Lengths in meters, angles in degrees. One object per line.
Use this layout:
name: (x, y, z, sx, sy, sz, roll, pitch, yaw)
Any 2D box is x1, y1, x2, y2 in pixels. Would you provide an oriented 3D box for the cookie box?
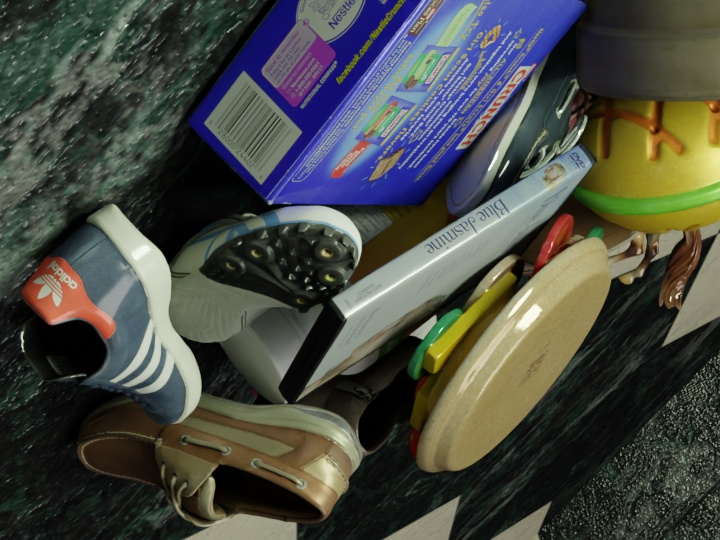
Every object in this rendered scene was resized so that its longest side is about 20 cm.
cookie box: (0.021, -0.121, 0.919, 0.171, 0.075, 0.200, -50, 160, 19)

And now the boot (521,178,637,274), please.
boot: (0.141, -0.028, 1.217, 0.146, 0.199, 0.071, 22, 75, -58)

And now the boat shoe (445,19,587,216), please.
boat shoe: (0.110, -0.099, 1.044, 0.075, 0.062, 0.201, -33, -155, 43)

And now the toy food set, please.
toy food set: (0.099, 0.050, 1.057, 0.200, 0.049, 0.198, -41, 159, -27)

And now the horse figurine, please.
horse figurine: (0.208, -0.058, 1.304, 0.133, 0.200, 0.050, -50, -177, 38)

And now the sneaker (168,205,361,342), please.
sneaker: (-0.060, -0.010, 0.931, 0.200, 0.072, 0.073, -22, -140, 57)

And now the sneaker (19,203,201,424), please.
sneaker: (-0.151, 0.045, 0.926, 0.084, 0.075, 0.200, -39, 151, -19)

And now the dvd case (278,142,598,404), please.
dvd case: (0.045, 0.004, 0.964, 0.199, 0.018, 0.143, -32, 167, -26)

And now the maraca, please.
maraca: (0.230, -0.090, 1.060, 0.199, 0.137, 0.107, -19, 127, -2)

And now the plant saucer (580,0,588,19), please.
plant saucer: (0.214, -0.237, 1.129, 0.201, 0.039, 0.201, -39, 161, -16)

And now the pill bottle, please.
pill bottle: (0.000, 0.000, 1.074, 0.200, 0.111, 0.111, -37, 160, -21)

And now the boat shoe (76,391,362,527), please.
boat shoe: (-0.101, 0.127, 1.041, 0.076, 0.199, 0.072, 69, 29, -43)

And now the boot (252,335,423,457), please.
boot: (0.009, 0.062, 1.139, 0.146, 0.070, 0.200, 0, -132, 53)

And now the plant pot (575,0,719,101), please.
plant pot: (0.227, -0.207, 0.968, 0.200, 0.199, 0.175, -24, 114, -46)

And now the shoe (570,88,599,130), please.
shoe: (0.173, -0.132, 1.148, 0.091, 0.072, 0.200, -24, 177, -37)

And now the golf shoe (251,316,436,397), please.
golf shoe: (-0.010, 0.054, 1.260, 0.200, 0.075, 0.092, -20, 130, -49)
